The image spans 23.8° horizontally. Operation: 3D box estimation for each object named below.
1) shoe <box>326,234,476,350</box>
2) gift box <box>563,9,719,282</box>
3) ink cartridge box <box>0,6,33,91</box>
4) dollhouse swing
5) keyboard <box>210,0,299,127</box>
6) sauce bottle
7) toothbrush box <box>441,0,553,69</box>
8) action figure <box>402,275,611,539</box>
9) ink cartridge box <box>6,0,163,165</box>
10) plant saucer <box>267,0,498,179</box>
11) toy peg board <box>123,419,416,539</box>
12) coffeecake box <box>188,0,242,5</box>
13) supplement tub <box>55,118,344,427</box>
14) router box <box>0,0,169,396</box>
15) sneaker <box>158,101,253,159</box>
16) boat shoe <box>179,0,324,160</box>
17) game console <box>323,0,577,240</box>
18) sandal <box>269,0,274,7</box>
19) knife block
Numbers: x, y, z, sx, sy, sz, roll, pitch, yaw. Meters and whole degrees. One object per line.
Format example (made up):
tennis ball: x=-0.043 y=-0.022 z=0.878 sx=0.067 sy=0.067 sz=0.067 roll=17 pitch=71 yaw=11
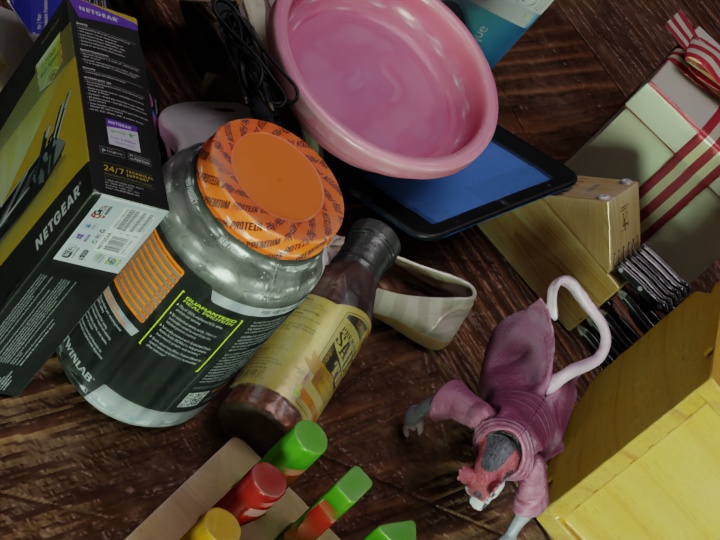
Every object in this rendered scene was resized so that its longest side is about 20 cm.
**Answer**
shoe: x=0.000 y=0.000 z=1.304 sx=0.200 sy=0.053 sz=0.070 roll=23 pitch=43 yaw=-26
gift box: x=0.301 y=-0.113 z=1.575 sx=0.184 sy=0.187 sz=0.200 roll=41 pitch=38 yaw=-3
ink cartridge box: x=-0.288 y=-0.131 z=1.177 sx=0.200 sy=0.048 sz=0.146 roll=20 pitch=44 yaw=-31
dollhouse swing: x=0.266 y=0.153 z=1.279 sx=0.176 sy=0.200 sz=0.182 roll=36 pitch=38 yaw=-9
keyboard: x=-0.062 y=-0.126 z=1.249 sx=0.104 sy=0.040 sz=0.200 roll=60 pitch=8 yaw=-63
sauce bottle: x=-0.029 y=0.042 z=1.195 sx=0.066 sy=0.066 sz=0.200 roll=37 pitch=54 yaw=-8
toothbrush box: x=0.053 y=-0.264 z=1.528 sx=0.200 sy=0.146 sz=0.085 roll=24 pitch=41 yaw=-25
action figure: x=0.121 y=0.116 z=1.240 sx=0.134 sy=0.149 sz=0.200 roll=48 pitch=23 yaw=-4
ink cartridge box: x=-0.192 y=-0.158 z=1.204 sx=0.200 sy=0.037 sz=0.095 roll=59 pitch=17 yaw=-50
plant saucer: x=0.012 y=-0.151 z=1.336 sx=0.200 sy=0.051 sz=0.201 roll=18 pitch=51 yaw=-23
toy peg board: x=-0.042 y=0.202 z=1.040 sx=0.200 sy=0.098 sz=0.199 roll=45 pitch=37 yaw=3
coffeecake box: x=-0.196 y=-0.284 z=1.324 sx=0.153 sy=0.073 sz=0.200 roll=-3 pitch=34 yaw=-43
supplement tub: x=-0.103 y=0.002 z=1.090 sx=0.122 sy=0.200 sz=0.123 roll=25 pitch=41 yaw=-24
router box: x=-0.196 y=-0.043 z=1.048 sx=0.052 sy=0.200 sz=0.157 roll=14 pitch=45 yaw=-34
sneaker: x=-0.111 y=-0.053 z=1.245 sx=0.073 sy=0.112 sz=0.200 roll=0 pitch=18 yaw=-5
boat shoe: x=-0.093 y=-0.144 z=1.359 sx=0.075 sy=0.075 sz=0.203 roll=-14 pitch=64 yaw=-19
game console: x=0.064 y=-0.128 z=1.401 sx=0.200 sy=0.118 sz=0.171 roll=-22 pitch=104 yaw=-41
sandal: x=-0.033 y=-0.210 z=1.443 sx=0.207 sy=0.079 sz=0.059 roll=42 pitch=7 yaw=-4
knife block: x=0.187 y=0.008 z=1.473 sx=0.200 sy=0.176 sz=0.064 roll=8 pitch=22 yaw=31
